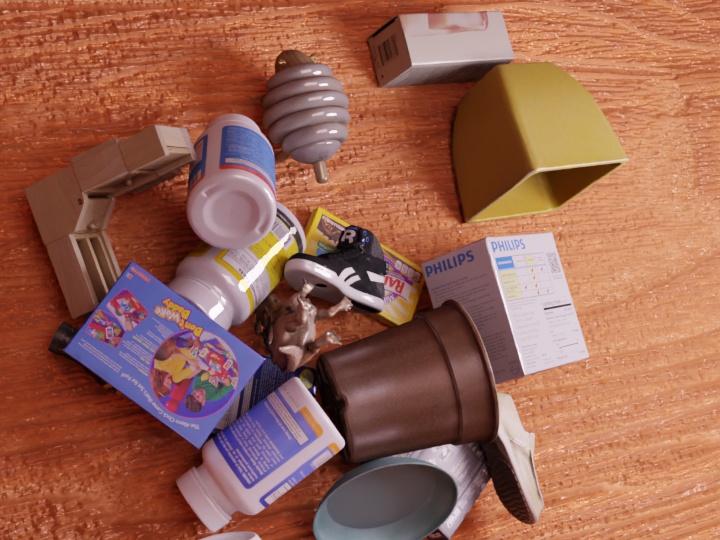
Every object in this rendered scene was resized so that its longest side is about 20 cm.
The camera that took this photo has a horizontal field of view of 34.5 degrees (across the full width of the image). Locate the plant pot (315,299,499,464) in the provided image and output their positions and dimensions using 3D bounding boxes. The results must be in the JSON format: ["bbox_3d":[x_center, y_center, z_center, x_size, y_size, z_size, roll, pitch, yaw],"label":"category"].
[{"bbox_3d":[0.055,0.160,1.539,0.198,0.200,0.201,-15,84,-13],"label":"plant pot"}]

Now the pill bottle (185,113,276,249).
[{"bbox_3d":[-0.164,-0.123,1.488,0.112,0.112,0.200,27,27,-21],"label":"pill bottle"}]

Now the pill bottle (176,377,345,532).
[{"bbox_3d":[-0.129,0.236,1.460,0.200,0.112,0.112,-36,96,-6],"label":"pill bottle"}]

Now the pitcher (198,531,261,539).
[{"bbox_3d":[-0.139,0.426,1.437,0.171,0.121,0.200,-8,90,-52],"label":"pitcher"}]

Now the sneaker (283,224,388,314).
[{"bbox_3d":[-0.034,-0.018,1.586,0.200,0.073,0.112,29,61,-52],"label":"sneaker"}]

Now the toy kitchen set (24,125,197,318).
[{"bbox_3d":[-0.273,-0.065,1.466,0.181,0.200,0.163,69,20,3],"label":"toy kitchen set"}]

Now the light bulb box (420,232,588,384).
[{"bbox_3d":[0.213,0.059,1.694,0.198,0.125,0.200,-6,78,-52],"label":"light bulb box"}]

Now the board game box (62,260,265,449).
[{"bbox_3d":[-0.235,0.102,1.395,0.200,0.045,0.135,37,80,-3],"label":"board game box"}]

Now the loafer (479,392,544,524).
[{"bbox_3d":[0.219,0.260,1.643,0.068,0.076,0.200,-19,86,-27],"label":"loafer"}]

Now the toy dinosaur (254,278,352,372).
[{"bbox_3d":[-0.090,0.087,1.503,0.086,0.136,0.200,41,24,-16],"label":"toy dinosaur"}]

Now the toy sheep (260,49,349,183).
[{"bbox_3d":[-0.077,-0.218,1.634,0.138,0.138,0.200,-15,84,-32],"label":"toy sheep"}]

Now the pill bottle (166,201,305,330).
[{"bbox_3d":[-0.169,0.001,1.519,0.114,0.114,0.200,48,53,-10],"label":"pill bottle"}]

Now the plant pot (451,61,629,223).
[{"bbox_3d":[0.256,-0.210,1.795,0.194,0.195,0.200,-9,74,-31],"label":"plant pot"}]

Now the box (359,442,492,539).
[{"bbox_3d":[0.115,0.260,1.657,0.158,0.048,0.200,46,59,-10],"label":"box"}]

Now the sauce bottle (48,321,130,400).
[{"bbox_3d":[-0.289,0.125,1.442,0.200,0.066,0.066,27,63,-3],"label":"sauce bottle"}]

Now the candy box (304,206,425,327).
[{"bbox_3d":[0.000,0.000,1.679,0.200,0.026,0.102,30,67,-19],"label":"candy box"}]

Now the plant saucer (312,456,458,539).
[{"bbox_3d":[0.030,0.306,1.533,0.200,0.200,0.036,10,38,-27],"label":"plant saucer"}]

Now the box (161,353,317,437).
[{"bbox_3d":[-0.157,0.167,1.537,0.200,0.032,0.121,16,69,-23],"label":"box"}]

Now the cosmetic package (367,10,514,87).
[{"bbox_3d":[0.126,-0.346,1.806,0.200,0.103,0.087,-9,81,-33],"label":"cosmetic package"}]
